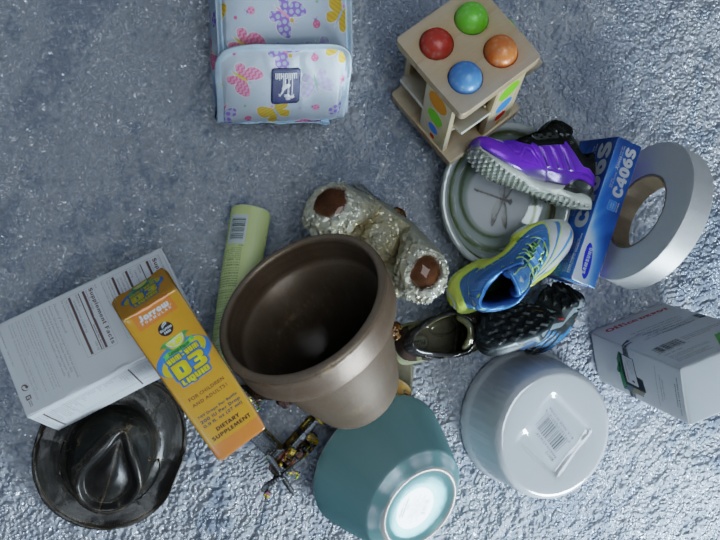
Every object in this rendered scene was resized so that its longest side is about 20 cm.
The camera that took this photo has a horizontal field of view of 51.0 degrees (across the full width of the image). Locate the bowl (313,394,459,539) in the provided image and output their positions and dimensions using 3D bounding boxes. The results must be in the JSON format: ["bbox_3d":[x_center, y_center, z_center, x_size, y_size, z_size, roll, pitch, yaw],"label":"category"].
[{"bbox_3d":[0.050,0.274,0.969,0.198,0.105,0.204,-13,116,-28],"label":"bowl"}]

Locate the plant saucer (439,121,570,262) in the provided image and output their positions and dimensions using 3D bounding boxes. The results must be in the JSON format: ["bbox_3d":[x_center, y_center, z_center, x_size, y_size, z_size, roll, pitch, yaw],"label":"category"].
[{"bbox_3d":[0.193,-0.100,1.039,0.196,0.050,0.204,-2,95,-17],"label":"plant saucer"}]

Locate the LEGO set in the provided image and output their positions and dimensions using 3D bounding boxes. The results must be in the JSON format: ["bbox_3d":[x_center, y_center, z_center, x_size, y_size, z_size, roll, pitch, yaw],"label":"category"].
[{"bbox_3d":[-0.109,0.169,0.937,0.153,0.116,0.201,-38,105,-10],"label":"LEGO set"}]

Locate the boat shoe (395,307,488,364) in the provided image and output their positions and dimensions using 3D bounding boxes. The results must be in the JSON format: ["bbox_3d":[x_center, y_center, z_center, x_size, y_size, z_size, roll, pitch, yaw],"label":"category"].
[{"bbox_3d":[0.133,0.086,1.016,0.197,0.065,0.075,-16,93,-28],"label":"boat shoe"}]

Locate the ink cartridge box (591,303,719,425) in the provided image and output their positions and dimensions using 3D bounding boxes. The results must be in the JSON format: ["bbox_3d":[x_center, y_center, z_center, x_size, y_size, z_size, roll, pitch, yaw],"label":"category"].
[{"bbox_3d":[0.443,0.123,1.058,0.144,0.200,0.086,-18,103,-13],"label":"ink cartridge box"}]

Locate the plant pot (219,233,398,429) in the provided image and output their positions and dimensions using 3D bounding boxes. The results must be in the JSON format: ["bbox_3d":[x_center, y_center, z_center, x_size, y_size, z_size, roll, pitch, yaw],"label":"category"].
[{"bbox_3d":[-0.035,0.090,0.859,0.199,0.200,0.176,-37,133,-10],"label":"plant pot"}]

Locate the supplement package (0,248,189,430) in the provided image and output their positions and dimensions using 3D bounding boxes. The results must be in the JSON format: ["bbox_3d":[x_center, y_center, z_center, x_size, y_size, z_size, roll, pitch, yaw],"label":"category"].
[{"bbox_3d":[-0.288,0.080,0.863,0.198,0.114,0.111,-27,76,-13],"label":"supplement package"}]

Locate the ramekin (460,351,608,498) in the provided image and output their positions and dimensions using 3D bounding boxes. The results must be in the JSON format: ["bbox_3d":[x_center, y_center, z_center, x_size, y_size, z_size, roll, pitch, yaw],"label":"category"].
[{"bbox_3d":[0.250,0.217,1.061,0.197,0.098,0.205,-2,95,-17],"label":"ramekin"}]

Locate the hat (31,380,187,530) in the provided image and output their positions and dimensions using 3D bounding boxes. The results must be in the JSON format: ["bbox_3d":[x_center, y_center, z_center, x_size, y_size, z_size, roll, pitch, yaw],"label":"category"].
[{"bbox_3d":[-0.301,0.225,0.905,0.197,0.081,0.205,-1,95,-16],"label":"hat"}]

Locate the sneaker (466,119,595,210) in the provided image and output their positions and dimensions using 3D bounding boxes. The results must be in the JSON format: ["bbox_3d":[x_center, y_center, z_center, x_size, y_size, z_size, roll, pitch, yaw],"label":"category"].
[{"bbox_3d":[0.229,-0.154,0.987,0.197,0.069,0.101,18,87,-25],"label":"sneaker"}]

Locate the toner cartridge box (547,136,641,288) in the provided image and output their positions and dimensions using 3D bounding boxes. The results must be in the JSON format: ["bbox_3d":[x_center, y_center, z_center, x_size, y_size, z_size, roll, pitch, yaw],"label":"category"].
[{"bbox_3d":[0.318,-0.082,1.055,0.043,0.095,0.203,19,89,-16],"label":"toner cartridge box"}]

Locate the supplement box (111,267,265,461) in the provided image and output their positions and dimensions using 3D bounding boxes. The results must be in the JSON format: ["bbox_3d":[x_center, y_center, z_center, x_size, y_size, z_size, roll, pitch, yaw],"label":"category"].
[{"bbox_3d":[-0.178,0.101,0.795,0.066,0.069,0.202,-33,117,-12],"label":"supplement box"}]

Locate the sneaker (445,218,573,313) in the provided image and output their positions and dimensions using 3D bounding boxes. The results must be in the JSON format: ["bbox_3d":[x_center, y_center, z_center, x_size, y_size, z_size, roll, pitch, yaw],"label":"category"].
[{"bbox_3d":[0.210,0.002,0.973,0.198,0.105,0.076,-33,106,-9],"label":"sneaker"}]

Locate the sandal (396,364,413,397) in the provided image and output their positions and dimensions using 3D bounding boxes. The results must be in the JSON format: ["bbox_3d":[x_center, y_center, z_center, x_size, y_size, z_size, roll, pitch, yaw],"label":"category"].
[{"bbox_3d":[0.037,0.182,1.016,0.079,0.054,0.204,2,94,-17],"label":"sandal"}]

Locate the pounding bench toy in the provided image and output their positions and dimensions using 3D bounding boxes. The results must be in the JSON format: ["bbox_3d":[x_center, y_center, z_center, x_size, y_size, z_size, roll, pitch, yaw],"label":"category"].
[{"bbox_3d":[0.154,-0.264,0.937,0.199,0.156,0.125,-37,77,-11],"label":"pounding bench toy"}]

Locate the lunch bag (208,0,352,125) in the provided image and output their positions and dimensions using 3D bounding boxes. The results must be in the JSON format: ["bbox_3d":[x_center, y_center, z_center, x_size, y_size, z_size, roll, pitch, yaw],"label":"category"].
[{"bbox_3d":[-0.095,-0.278,0.900,0.166,0.127,0.204,-2,102,-14],"label":"lunch bag"}]

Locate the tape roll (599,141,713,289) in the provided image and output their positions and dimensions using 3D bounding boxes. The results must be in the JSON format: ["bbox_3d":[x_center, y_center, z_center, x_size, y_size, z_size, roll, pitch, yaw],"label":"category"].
[{"bbox_3d":[0.387,-0.075,1.023,0.037,0.203,0.206,23,88,-16],"label":"tape roll"}]

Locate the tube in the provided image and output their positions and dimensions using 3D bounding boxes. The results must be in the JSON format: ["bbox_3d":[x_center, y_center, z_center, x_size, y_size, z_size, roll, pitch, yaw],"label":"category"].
[{"bbox_3d":[-0.149,0.022,0.920,0.051,0.058,0.204,6,74,5],"label":"tube"}]

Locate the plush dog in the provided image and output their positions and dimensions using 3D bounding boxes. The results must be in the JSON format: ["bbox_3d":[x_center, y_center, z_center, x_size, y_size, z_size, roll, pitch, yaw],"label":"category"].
[{"bbox_3d":[0.000,0.000,0.963,0.199,0.161,0.173,34,103,1],"label":"plush dog"}]

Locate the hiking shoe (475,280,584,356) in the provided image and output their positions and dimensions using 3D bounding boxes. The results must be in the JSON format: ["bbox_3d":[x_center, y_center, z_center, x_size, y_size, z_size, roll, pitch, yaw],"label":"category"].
[{"bbox_3d":[0.232,0.087,1.026,0.198,0.074,0.088,-18,127,-33],"label":"hiking shoe"}]
